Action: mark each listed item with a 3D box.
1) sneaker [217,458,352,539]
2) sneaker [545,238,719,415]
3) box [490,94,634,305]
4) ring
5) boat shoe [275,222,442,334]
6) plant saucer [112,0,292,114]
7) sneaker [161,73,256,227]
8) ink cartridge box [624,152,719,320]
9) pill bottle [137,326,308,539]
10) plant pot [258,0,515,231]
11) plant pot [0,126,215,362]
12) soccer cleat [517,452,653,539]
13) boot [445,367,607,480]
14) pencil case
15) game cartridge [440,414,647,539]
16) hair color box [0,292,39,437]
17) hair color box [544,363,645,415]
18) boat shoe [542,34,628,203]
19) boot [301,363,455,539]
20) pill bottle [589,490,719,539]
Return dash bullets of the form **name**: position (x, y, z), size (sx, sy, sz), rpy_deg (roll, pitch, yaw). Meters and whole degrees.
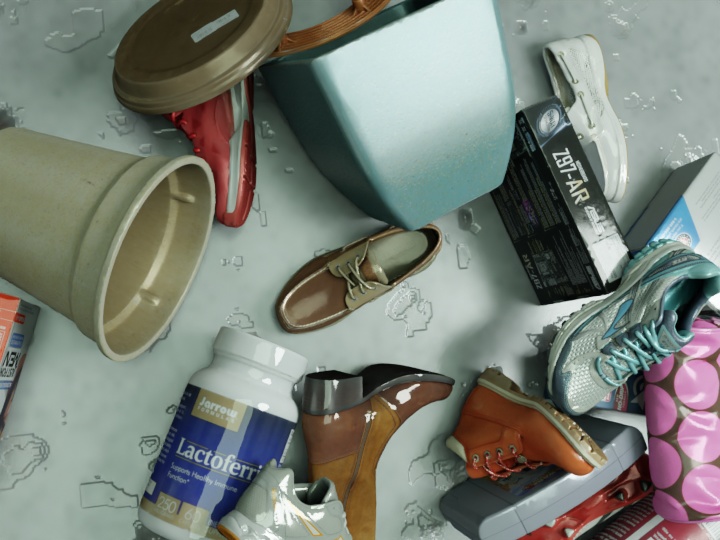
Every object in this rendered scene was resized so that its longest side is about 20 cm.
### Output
- **sneaker**: position (-0.032, 0.246, 0.813), size (0.200, 0.076, 0.092), rpy_deg (41, 72, -32)
- **sneaker**: position (0.252, 0.055, 0.810), size (0.078, 0.086, 0.200), rpy_deg (41, 87, -27)
- **box**: position (0.199, -0.066, 0.926), size (0.043, 0.160, 0.200), rpy_deg (-24, 88, -13)
- **ring**: position (-0.055, -0.282, 0.898), size (0.200, 0.200, 0.019), rpy_deg (-37, 132, -13)
- **boat shoe**: position (0.000, 0.000, 0.922), size (0.200, 0.072, 0.076), rpy_deg (-32, 91, -13)
- **plant saucer**: position (-0.162, -0.232, 0.868), size (0.200, 0.200, 0.029), rpy_deg (-43, 136, -13)
- **sneaker**: position (-0.170, -0.142, 0.915), size (0.115, 0.078, 0.200), rpy_deg (-1, 78, 1)
- **ink cartridge box**: position (0.416, -0.011, 1.004), size (0.200, 0.084, 0.145), rpy_deg (40, 77, -5)
- **pill bottle**: position (-0.128, 0.164, 0.855), size (0.116, 0.116, 0.200), rpy_deg (21, 79, -9)
- **plant pot**: position (0.044, -0.156, 0.893), size (0.196, 0.196, 0.200), rpy_deg (-28, 108, -13)
- **plant pot**: position (-0.263, -0.043, 0.818), size (0.183, 0.200, 0.201), rpy_deg (22, 79, 10)
- **soccer cleat**: position (0.226, 0.253, 0.945), size (0.200, 0.085, 0.069), rpy_deg (-31, 71, 8)
- **boot**: position (0.160, 0.176, 0.878), size (0.075, 0.200, 0.107), rpy_deg (42, 82, -23)
- **pencil case**: position (0.330, 0.142, 0.866), size (0.094, 0.091, 0.200), rpy_deg (-6, 88, 24)
- **game cartridge**: position (0.188, 0.212, 0.906), size (0.200, 0.133, 0.042), rpy_deg (-28, 91, -14)
- **hair color box**: position (-0.362, 0.118, 0.813), size (0.064, 0.111, 0.200), rpy_deg (16, 81, -9)
- **hair color box**: position (0.315, 0.129, 0.959), size (0.200, 0.100, 0.061), rpy_deg (10, 83, -11)
- **boat shoe**: position (0.248, -0.169, 0.998), size (0.069, 0.071, 0.200), rpy_deg (-9, 77, -11)
- **boot**: position (0.018, 0.201, 0.901), size (0.188, 0.068, 0.200), rpy_deg (-2, 97, -44)
- **pill bottle**: position (0.307, 0.310, 0.930), size (0.200, 0.113, 0.113), rpy_deg (-33, 91, -13)
